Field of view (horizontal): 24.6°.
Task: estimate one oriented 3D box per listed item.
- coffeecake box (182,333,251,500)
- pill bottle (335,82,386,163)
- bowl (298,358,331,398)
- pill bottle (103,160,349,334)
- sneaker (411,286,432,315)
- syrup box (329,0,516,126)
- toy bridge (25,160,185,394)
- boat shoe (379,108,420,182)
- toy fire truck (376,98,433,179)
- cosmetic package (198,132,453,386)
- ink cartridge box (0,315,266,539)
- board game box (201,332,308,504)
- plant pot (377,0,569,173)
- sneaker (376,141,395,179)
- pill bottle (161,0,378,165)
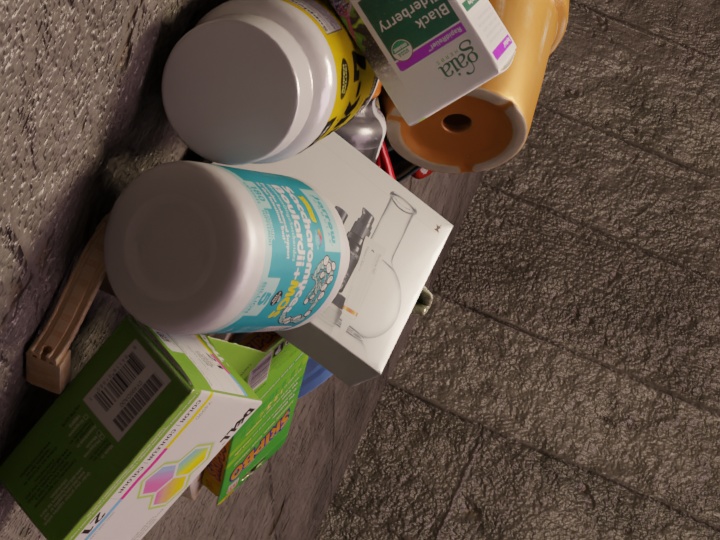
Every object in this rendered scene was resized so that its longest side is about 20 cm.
[{"bbox_3d":[-0.140,0.083,1.371,0.200,0.073,0.154,96,19,-65],"label":"coffeecake box"},{"bbox_3d":[-0.041,-0.093,1.420,0.106,0.106,0.201,-49,161,-65],"label":"pill bottle"},{"bbox_3d":[-0.056,0.038,1.546,0.200,0.039,0.201,-34,-151,21],"label":"bowl"},{"bbox_3d":[-0.079,-0.013,1.118,0.200,0.111,0.111,1,113,-66],"label":"pill bottle"},{"bbox_3d":[0.000,0.000,1.372,0.200,0.088,0.077,12,104,-58],"label":"sneaker"},{"bbox_3d":[0.022,-0.210,1.158,0.079,0.200,0.081,-29,-172,22],"label":"syrup box"},{"bbox_3d":[-0.165,-0.010,1.115,0.067,0.027,0.200,102,15,-50],"label":"toy bridge"},{"bbox_3d":[0.005,-0.092,1.587,0.200,0.062,0.075,-34,144,10],"label":"boat shoe"},{"bbox_3d":[0.007,-0.141,1.664,0.168,0.112,0.200,-43,162,-22],"label":"toy fire truck"},{"bbox_3d":[-0.041,-0.029,1.277,0.052,0.200,0.151,-28,-150,54],"label":"cosmetic package"},{"bbox_3d":[-0.135,0.119,1.160,0.148,0.076,0.200,-49,156,10],"label":"ink cartridge box"},{"bbox_3d":[-0.085,0.111,1.376,0.095,0.030,0.200,-40,155,-38],"label":"board game box"},{"bbox_3d":[0.088,-0.195,1.471,0.200,0.199,0.184,101,-7,-57],"label":"plant pot"},{"bbox_3d":[-0.037,-0.053,1.522,0.078,0.115,0.201,-48,160,-67],"label":"sneaker"},{"bbox_3d":[-0.060,-0.137,1.148,0.200,0.114,0.115,-45,156,-69],"label":"pill bottle"}]
